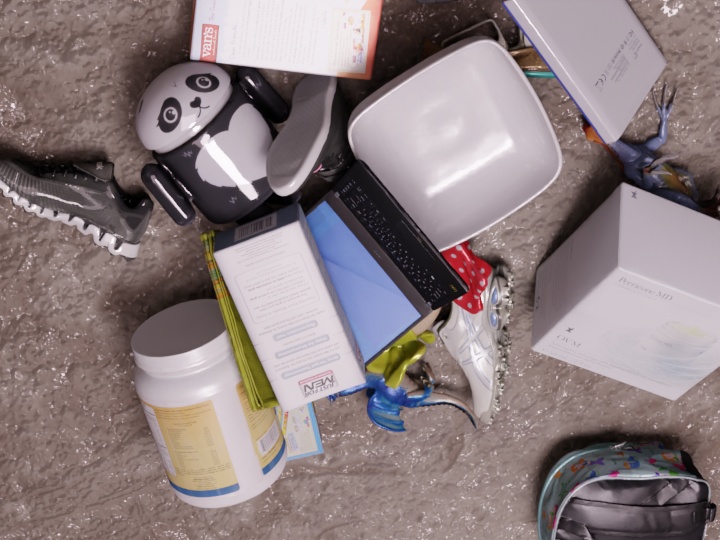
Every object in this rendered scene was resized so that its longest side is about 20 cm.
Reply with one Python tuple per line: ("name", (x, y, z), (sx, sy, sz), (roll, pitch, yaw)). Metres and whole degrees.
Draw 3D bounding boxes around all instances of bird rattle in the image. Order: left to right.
("bird rattle", (0.047, 0.031, 1.652), (0.162, 0.113, 0.200), (26, 131, -13))

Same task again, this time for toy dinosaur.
("toy dinosaur", (0.326, -0.103, 1.671), (0.180, 0.105, 0.201), (20, 123, 5))

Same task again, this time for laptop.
("laptop", (0.000, 0.000, 1.568), (0.103, 0.200, 0.178), (-41, 92, -17))

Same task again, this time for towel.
("towel", (-0.125, 0.053, 1.603), (0.018, 0.086, 0.202), (-18, 85, 19))

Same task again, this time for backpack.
("backpack", (0.319, 0.304, 1.821), (0.198, 0.151, 0.179), (-2, 113, -13))

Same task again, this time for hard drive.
("hard drive", (0.244, -0.256, 1.579), (0.200, 0.025, 0.132), (49, 60, -23))

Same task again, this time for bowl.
("bowl", (0.097, -0.141, 1.563), (0.199, 0.075, 0.201), (-31, 118, 5))

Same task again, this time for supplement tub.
("supplement tub", (-0.172, 0.150, 1.657), (0.143, 0.145, 0.202), (-15, 116, 1))

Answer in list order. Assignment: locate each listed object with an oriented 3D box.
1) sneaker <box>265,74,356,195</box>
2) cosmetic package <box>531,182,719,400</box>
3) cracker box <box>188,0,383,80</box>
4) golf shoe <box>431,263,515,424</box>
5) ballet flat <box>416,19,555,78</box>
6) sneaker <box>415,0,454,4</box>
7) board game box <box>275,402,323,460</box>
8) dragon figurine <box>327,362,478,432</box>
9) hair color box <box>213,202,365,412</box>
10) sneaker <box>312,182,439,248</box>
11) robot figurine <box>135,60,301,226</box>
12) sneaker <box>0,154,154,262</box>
("sneaker", (-0.040, -0.123, 1.562), (0.070, 0.201, 0.100), (-17, 124, 25))
("cosmetic package", (0.329, 0.029, 1.662), (0.198, 0.124, 0.200), (19, 143, -14))
("cracker box", (-0.078, -0.284, 1.553), (0.198, 0.058, 0.135), (5, 113, -10))
("golf shoe", (0.133, 0.086, 1.754), (0.096, 0.078, 0.202), (4, 110, 10))
("ballet flat", (0.157, -0.240, 1.605), (0.198, 0.068, 0.073), (-6, 97, 0))
("sneaker", (0.116, -0.354, 1.545), (0.199, 0.073, 0.112), (-29, 142, -10))
("board game box", (-0.129, 0.142, 1.758), (0.133, 0.034, 0.202), (-12, 116, -1))
("dragon figurine", (0.041, 0.154, 1.769), (0.199, 0.059, 0.100), (32, 109, -15))
("hair color box", (-0.074, 0.041, 1.572), (0.098, 0.061, 0.202), (-20, 111, 5))
("sneaker", (0.019, -0.049, 1.663), (0.198, 0.077, 0.084), (-18, 112, 4))
("robot figurine", (-0.152, -0.132, 1.576), (0.124, 0.151, 0.200), (-26, 117, 29))
("sneaker", (-0.314, -0.093, 1.613), (0.199, 0.067, 0.091), (29, 106, -22))
